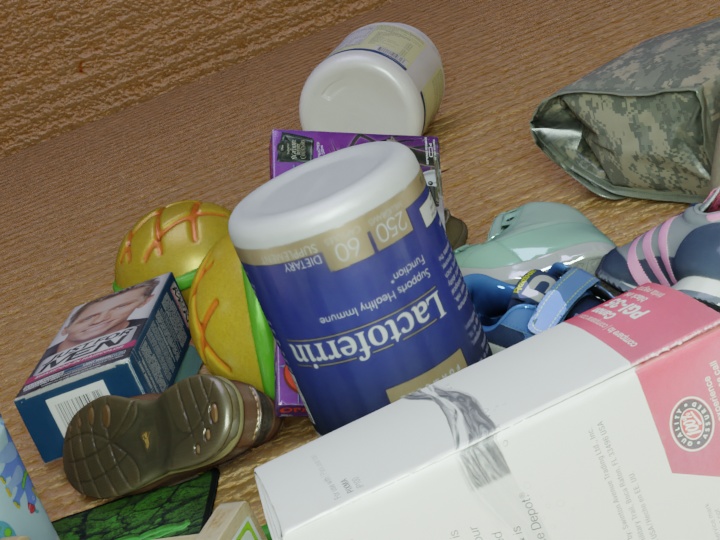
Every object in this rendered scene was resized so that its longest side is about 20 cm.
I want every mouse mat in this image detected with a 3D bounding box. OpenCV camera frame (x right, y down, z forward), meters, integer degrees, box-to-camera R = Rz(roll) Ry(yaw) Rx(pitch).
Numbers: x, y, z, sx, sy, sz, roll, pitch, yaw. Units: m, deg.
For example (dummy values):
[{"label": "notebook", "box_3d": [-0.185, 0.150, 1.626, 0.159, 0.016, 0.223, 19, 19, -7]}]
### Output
[{"label": "mouse mat", "box_3d": [-0.190, 0.194, 0.890, 0.199, 0.008, 0.161, -21, 17, 6]}]

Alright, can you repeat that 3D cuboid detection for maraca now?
[{"label": "maraca", "box_3d": [-0.071, 0.027, 1.006, 0.106, 0.138, 0.200, -7, 10, -2]}, {"label": "maraca", "box_3d": [-0.152, -0.013, 1.288, 0.199, 0.107, 0.137, -7, 30, 40]}]

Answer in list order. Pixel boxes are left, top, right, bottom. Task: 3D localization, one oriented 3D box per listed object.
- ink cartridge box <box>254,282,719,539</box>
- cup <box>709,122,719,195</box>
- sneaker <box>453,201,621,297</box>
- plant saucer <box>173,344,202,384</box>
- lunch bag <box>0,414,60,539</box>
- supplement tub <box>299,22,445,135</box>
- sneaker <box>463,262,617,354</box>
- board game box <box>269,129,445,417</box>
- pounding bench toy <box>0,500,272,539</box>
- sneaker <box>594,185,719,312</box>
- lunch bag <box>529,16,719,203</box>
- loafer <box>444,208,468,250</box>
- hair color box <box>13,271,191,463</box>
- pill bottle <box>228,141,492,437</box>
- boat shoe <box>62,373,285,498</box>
[{"label": "ink cartridge box", "box_3d": [0.073, 0.114, 0.575, 0.199, 0.147, 0.083, -24, 16, -7]}, {"label": "cup", "box_3d": [0.303, -0.071, 0.857, 0.200, 0.144, 0.200, -20, 17, 6]}, {"label": "sneaker", "box_3d": [0.086, 0.006, 0.997, 0.200, 0.074, 0.118, -12, 24, -1]}, {"label": "plant saucer", "box_3d": [-0.176, 0.112, 1.099, 0.070, 0.019, 0.200, -19, 19, 11]}, {"label": "lunch bag", "box_3d": [-0.248, 0.191, 0.692, 0.127, 0.171, 0.200, -10, 23, 32]}, {"label": "supplement tub", "box_3d": [0.020, -0.207, 1.593, 0.144, 0.145, 0.200, -15, 18, 20]}, {"label": "sneaker", "box_3d": [0.132, 0.042, 0.829, 0.200, 0.083, 0.074, 0, 26, 44]}, {"label": "board game box", "box_3d": [0.000, 0.000, 0.909, 0.119, 0.201, 0.032, -1, -24, -6]}, {"label": "pounding bench toy", "box_3d": [-0.100, 0.175, 0.612, 0.155, 0.125, 0.200, -12, 25, 28]}, {"label": "sneaker", "box_3d": [0.208, -0.010, 0.839, 0.082, 0.070, 0.200, -65, 12, -2]}, {"label": "lunch bag", "box_3d": [0.263, -0.138, 1.146, 0.164, 0.118, 0.200, -33, 25, -30]}, {"label": "loafer", "box_3d": [0.002, -0.009, 1.156, 0.200, 0.068, 0.076, -29, 19, -20]}, {"label": "hair color box", "box_3d": [-0.203, 0.074, 1.114, 0.100, 0.061, 0.200, -20, 17, 8]}, {"label": "pill bottle", "box_3d": [0.012, 0.037, 0.791, 0.115, 0.201, 0.116, -21, 18, 7]}, {"label": "boat shoe", "box_3d": [-0.134, 0.119, 0.947, 0.200, 0.072, 0.067, -18, -21, 41]}]
